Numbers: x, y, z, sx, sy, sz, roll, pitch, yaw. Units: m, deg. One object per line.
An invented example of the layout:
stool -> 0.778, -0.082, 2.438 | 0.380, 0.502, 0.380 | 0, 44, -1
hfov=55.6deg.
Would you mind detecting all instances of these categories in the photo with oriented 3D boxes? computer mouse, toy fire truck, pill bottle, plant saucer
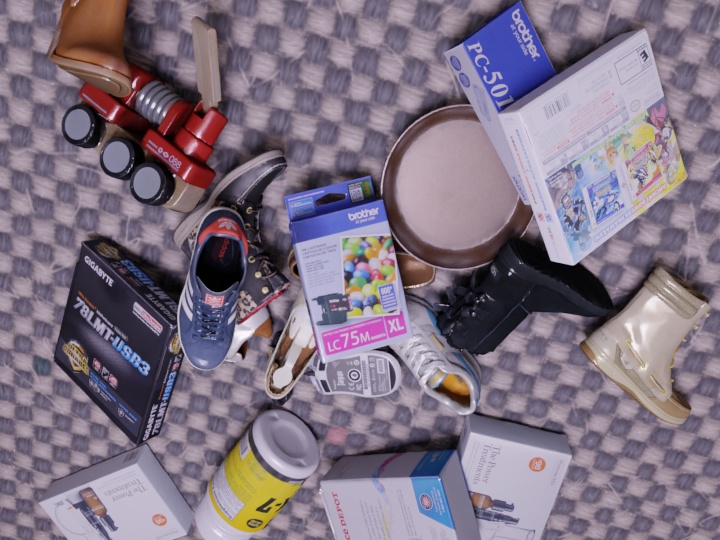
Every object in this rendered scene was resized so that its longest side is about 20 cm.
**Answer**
computer mouse -> -0.036, 0.140, 0.966 | 0.195, 0.044, 0.112 | 0, 109, 12
toy fire truck -> -0.229, -0.194, 0.788 | 0.175, 0.129, 0.202 | 37, 96, 12
pill bottle -> -0.156, 0.313, 1.010 | 0.113, 0.115, 0.201 | 34, 113, -9
plant saucer -> 0.121, -0.101, 0.841 | 0.195, 0.032, 0.205 | -1, 109, -2

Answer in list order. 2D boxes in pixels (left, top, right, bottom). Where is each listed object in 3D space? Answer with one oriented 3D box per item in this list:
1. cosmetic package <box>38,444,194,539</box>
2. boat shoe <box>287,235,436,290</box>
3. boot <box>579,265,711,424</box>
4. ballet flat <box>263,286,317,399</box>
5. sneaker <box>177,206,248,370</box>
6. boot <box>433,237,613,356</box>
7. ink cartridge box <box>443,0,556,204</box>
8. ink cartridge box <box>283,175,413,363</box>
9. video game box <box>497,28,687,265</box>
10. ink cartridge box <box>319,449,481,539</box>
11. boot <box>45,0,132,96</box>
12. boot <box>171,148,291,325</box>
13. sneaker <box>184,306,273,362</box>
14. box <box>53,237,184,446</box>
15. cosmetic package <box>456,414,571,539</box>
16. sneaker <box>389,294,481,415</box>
cosmetic package -> -0.389, 0.382, 1.098 | 0.196, 0.052, 0.153 | -24, 112, 15
boat shoe -> 0.000, 0.000, 0.883 | 0.194, 0.074, 0.077 | 3, 114, 5
boot -> 0.401, 0.100, 0.888 | 0.198, 0.073, 0.156 | 35, 104, -18
ballet flat -> -0.074, 0.093, 0.879 | 0.066, 0.063, 0.202 | 25, 125, -2
sneaker -> -0.172, 0.033, 0.794 | 0.073, 0.085, 0.205 | 3, 108, -17
boot -> 0.205, 0.051, 0.884 | 0.195, 0.074, 0.163 | 20, 128, -25
ink cartridge box -> 0.184, -0.186, 0.777 | 0.093, 0.044, 0.202 | -37, 105, -16
ink cartridge box -> -0.015, -0.004, 0.819 | 0.116, 0.042, 0.205 | -13, 91, -10
video game box -> 0.265, -0.138, 0.763 | 0.198, 0.047, 0.185 | -33, 108, -18
ink cartridge box -> 0.056, 0.344, 0.979 | 0.196, 0.084, 0.148 | -12, 100, 28
boot -> -0.271, -0.279, 0.727 | 0.073, 0.199, 0.157 | 23, 97, -47
boot -> -0.135, -0.039, 0.857 | 0.199, 0.073, 0.152 | -37, 84, 23
sneaker -> -0.210, 0.106, 0.949 | 0.197, 0.073, 0.086 | -26, 106, 14
box -> -0.324, 0.094, 0.923 | 0.199, 0.049, 0.202 | 36, 118, 23
cosmetic package -> 0.205, 0.321, 1.005 | 0.147, 0.052, 0.204 | 11, 113, -2
sneaker -> 0.090, 0.109, 0.917 | 0.199, 0.081, 0.077 | 41, 113, -10
